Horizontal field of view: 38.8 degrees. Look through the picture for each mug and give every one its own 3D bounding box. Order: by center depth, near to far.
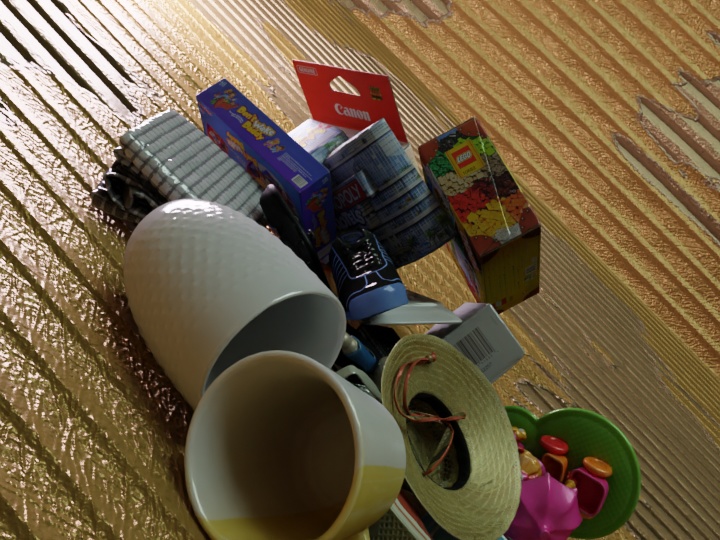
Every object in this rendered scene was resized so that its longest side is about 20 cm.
[{"bbox_3d":[-0.040,0.165,0.795,0.147,0.190,0.153,13,-5,25],"label":"mug"},{"bbox_3d":[-0.105,0.027,0.887,0.175,0.149,0.199,43,21,33],"label":"mug"}]

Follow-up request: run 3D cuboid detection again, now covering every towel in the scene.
[{"bbox_3d":[-0.180,-0.075,1.068,0.165,0.086,0.200,42,16,-9],"label":"towel"}]

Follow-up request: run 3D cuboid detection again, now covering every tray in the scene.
[{"bbox_3d":[0.037,0.038,1.164,0.105,0.023,0.200,1,5,-13],"label":"tray"}]

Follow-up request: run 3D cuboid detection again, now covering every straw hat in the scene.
[{"bbox_3d":[0.059,0.166,0.963,0.200,0.085,0.204,29,47,-37],"label":"straw hat"}]

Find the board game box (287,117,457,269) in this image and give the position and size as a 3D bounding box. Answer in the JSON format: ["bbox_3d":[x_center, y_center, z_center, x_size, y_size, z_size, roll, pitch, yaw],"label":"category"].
[{"bbox_3d":[-0.007,-0.091,1.173,0.201,0.061,0.200,55,-25,-5],"label":"board game box"}]

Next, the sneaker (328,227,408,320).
[{"bbox_3d":[0.000,0.000,1.070,0.200,0.069,0.079,-151,-136,-79],"label":"sneaker"}]

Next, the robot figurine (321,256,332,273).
[{"bbox_3d":[-0.029,-0.038,1.338,0.199,0.058,0.146,22,29,-48],"label":"robot figurine"}]

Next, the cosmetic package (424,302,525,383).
[{"bbox_3d":[0.116,0.094,1.178,0.074,0.101,0.200,54,-1,2],"label":"cosmetic package"}]

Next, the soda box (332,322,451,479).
[{"bbox_3d":[0.053,0.151,1.083,0.201,0.063,0.070,53,20,27],"label":"soda box"}]

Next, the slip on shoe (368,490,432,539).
[{"bbox_3d":[0.039,0.241,0.848,0.061,0.074,0.201,29,18,-43],"label":"slip on shoe"}]

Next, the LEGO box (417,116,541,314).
[{"bbox_3d":[0.139,-0.054,1.171,0.150,0.076,0.200,62,-2,24],"label":"LEGO box"}]

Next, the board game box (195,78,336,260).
[{"bbox_3d":[-0.109,-0.115,1.198,0.200,0.045,0.135,43,-24,28],"label":"board game box"}]

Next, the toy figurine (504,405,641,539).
[{"bbox_3d":[0.186,0.230,1.111,0.198,0.152,0.183,26,17,26],"label":"toy figurine"}]

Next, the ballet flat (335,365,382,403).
[{"bbox_3d":[-0.040,0.109,0.972,0.199,0.072,0.072,29,22,-36],"label":"ballet flat"}]

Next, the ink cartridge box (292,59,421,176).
[{"bbox_3d":[-0.014,-0.155,1.225,0.199,0.043,0.175,22,-38,49],"label":"ink cartridge box"}]

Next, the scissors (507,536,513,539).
[{"bbox_3d":[0.209,0.323,1.067,0.200,0.014,0.073,48,21,-16],"label":"scissors"}]

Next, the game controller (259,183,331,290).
[{"bbox_3d":[-0.061,-0.010,1.102,0.201,0.042,0.105,73,-6,-61],"label":"game controller"}]

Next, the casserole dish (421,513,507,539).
[{"bbox_3d":[0.099,0.274,0.949,0.121,0.039,0.199,48,18,14],"label":"casserole dish"}]

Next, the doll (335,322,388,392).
[{"bbox_3d":[-0.038,0.065,1.032,0.198,0.049,0.136,29,-4,-7],"label":"doll"}]
